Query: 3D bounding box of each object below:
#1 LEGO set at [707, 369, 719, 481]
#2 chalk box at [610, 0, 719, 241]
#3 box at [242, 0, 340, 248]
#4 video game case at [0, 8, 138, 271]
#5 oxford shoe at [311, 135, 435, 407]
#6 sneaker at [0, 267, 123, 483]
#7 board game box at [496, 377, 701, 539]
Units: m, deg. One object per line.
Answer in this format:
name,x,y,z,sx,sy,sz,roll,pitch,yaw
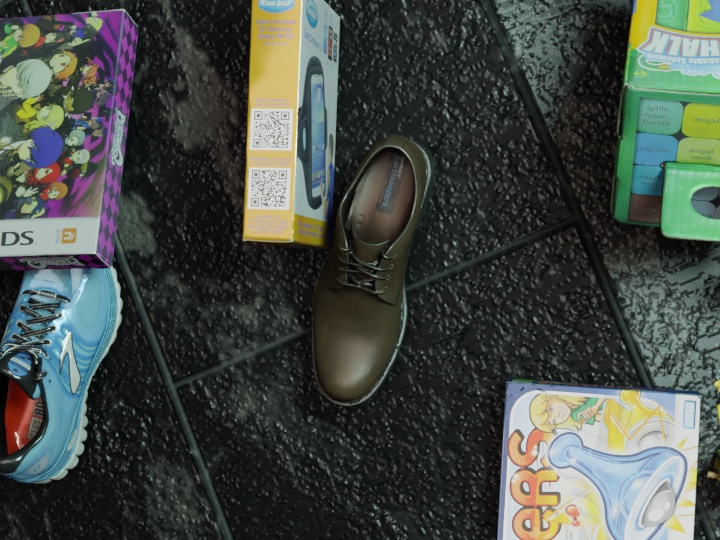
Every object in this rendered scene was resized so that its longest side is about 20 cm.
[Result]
LEGO set,0.306,0.076,0.801,0.154,0.116,0.200,17,92,11
chalk box,0.225,-0.104,0.773,0.125,0.124,0.200,6,53,11
box,-0.046,-0.117,0.876,0.041,0.119,0.200,4,90,11
video game case,-0.265,-0.097,0.933,0.181,0.036,0.200,-1,71,12
oxford shoe,0.000,0.000,0.883,0.073,0.084,0.200,11,92,10
sneaker,-0.234,0.062,0.924,0.078,0.090,0.200,7,87,11
board game box,0.164,0.180,0.870,0.135,0.034,0.200,2,89,11
